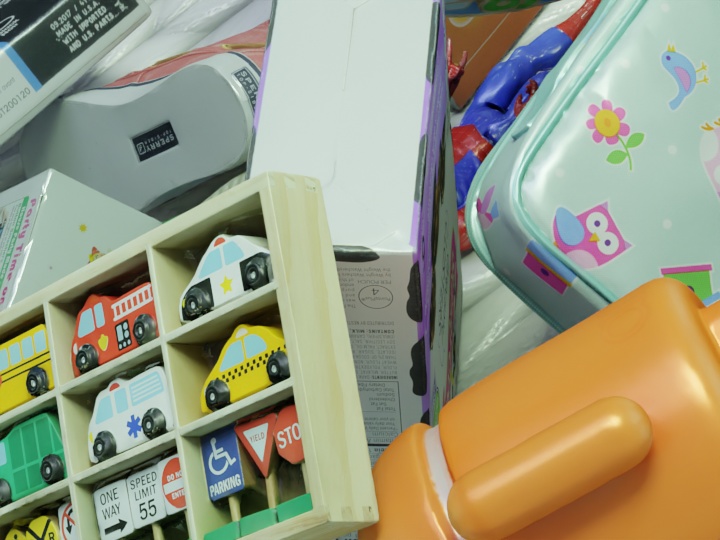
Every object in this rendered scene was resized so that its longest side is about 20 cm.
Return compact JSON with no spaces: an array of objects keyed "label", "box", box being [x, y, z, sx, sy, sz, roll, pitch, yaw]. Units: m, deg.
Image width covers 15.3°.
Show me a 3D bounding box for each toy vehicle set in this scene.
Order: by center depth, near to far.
[{"label":"toy vehicle set","box":[-0.079,0.057,0.980,0.199,0.026,0.125,-26,69,42]}]

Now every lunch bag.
[{"label":"lunch bag","box":[0.145,-0.050,1.077,0.200,0.160,0.077,-53,3,-20]}]

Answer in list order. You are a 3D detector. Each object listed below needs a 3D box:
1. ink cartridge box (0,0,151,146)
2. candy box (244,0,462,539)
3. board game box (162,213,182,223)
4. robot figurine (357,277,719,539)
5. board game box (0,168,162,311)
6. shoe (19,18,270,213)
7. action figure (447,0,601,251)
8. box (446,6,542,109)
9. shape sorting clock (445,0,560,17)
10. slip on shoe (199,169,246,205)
[{"label":"ink cartridge box","box":[-0.224,-0.083,1.404,0.198,0.043,0.200,-43,17,-18]},{"label":"candy box","box":[0.000,0.000,1.094,0.071,0.201,0.169,1,47,6]},{"label":"board game box","box":[-0.125,0.070,1.254,0.134,0.029,0.201,-23,40,14]},{"label":"robot figurine","box":[0.084,0.081,0.939,0.199,0.117,0.144,-31,16,10]},{"label":"board game box","box":[-0.182,0.050,1.212,0.200,0.064,0.148,-18,51,56]},{"label":"shoe","box":[-0.085,-0.075,1.348,0.091,0.072,0.199,-25,7,-40]},{"label":"action figure","box":[0.064,-0.072,1.250,0.065,0.052,0.200,24,69,43]},{"label":"box","box":[0.009,-0.196,1.289,0.097,0.200,0.125,19,63,45]},{"label":"shape sorting clock","box":[0.092,-0.151,1.115,0.199,0.200,0.040,-19,72,19]},{"label":"slip on shoe","box":[-0.033,-0.020,1.249,0.200,0.061,0.074,-41,14,-36]}]
